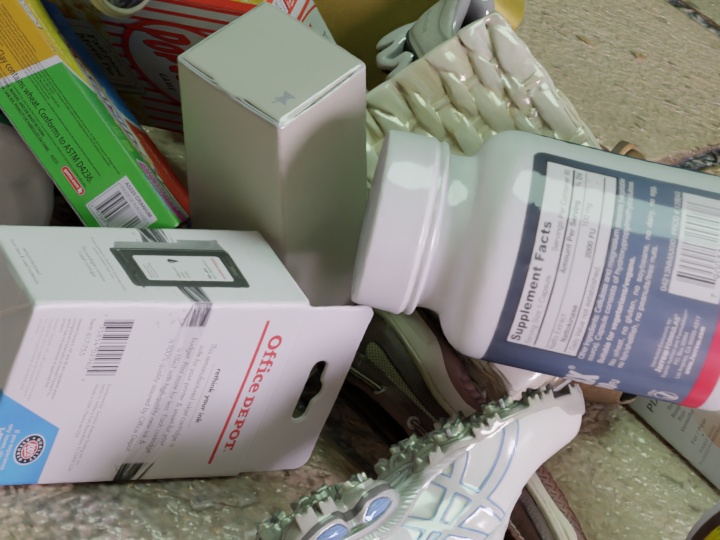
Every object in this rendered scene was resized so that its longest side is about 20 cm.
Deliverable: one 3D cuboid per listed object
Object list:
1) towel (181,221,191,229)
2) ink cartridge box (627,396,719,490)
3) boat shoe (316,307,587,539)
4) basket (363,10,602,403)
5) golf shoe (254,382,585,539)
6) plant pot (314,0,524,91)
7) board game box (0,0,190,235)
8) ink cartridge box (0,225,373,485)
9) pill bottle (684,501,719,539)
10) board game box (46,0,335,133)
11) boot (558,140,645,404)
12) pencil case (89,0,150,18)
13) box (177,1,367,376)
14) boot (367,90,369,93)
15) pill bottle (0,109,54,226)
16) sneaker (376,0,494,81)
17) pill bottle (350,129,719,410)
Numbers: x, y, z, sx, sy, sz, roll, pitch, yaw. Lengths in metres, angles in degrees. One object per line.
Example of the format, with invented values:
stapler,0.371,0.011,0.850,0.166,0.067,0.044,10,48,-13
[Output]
towel,0.000,0.000,1.479,0.199,0.024,0.145,0,35,-35
ink cartridge box,0.225,0.055,1.523,0.162,0.050,0.200,-8,45,-44
boat shoe,0.046,0.107,1.305,0.075,0.075,0.203,-29,58,-13
basket,0.072,-0.030,1.361,0.200,0.135,0.123,55,-7,6
golf shoe,0.043,0.128,1.212,0.200,0.078,0.098,-28,90,-27
plant pot,0.004,-0.188,1.642,0.176,0.200,0.200,30,27,-12
board game box,-0.152,-0.079,1.331,0.153,0.040,0.200,55,2,-4
ink cartridge box,-0.105,0.043,1.235,0.199,0.116,0.068,1,36,-35
pill bottle,0.230,0.203,1.214,0.109,0.110,0.200,14,30,-16
board game box,-0.108,-0.139,1.446,0.199,0.152,0.046,13,63,29
boot,0.157,0.004,1.486,0.075,0.074,0.200,13,51,11
pencil case,-0.199,-0.200,1.375,0.199,0.078,0.089,19,28,31
box,-0.045,-0.037,1.305,0.082,0.201,0.068,35,55,29
boot,-0.037,-0.074,1.504,0.199,0.073,0.144,22,25,5
pill bottle,-0.250,-0.085,1.349,0.113,0.113,0.200,4,34,-31
sneaker,0.078,-0.091,1.493,0.075,0.081,0.201,15,41,-48
pill bottle,0.101,-0.006,1.235,0.199,0.120,0.120,13,29,-3
